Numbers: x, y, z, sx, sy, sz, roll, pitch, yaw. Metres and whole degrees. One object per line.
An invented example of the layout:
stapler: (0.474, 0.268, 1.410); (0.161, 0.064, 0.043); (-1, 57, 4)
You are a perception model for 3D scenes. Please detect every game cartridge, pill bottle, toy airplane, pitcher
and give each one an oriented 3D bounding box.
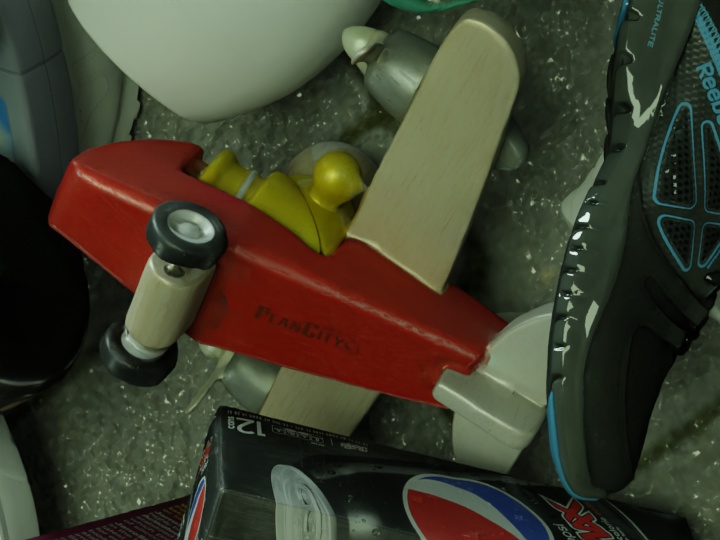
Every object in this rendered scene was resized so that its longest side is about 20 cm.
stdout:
game cartridge: (-0.185, -0.053, 0.902); (0.132, 0.040, 0.202); (15, 123, 21)
pill bottle: (-0.218, 0.034, 0.864); (0.199, 0.112, 0.113); (-27, 81, 32)
toy airplane: (0.000, 0.000, 0.821); (0.198, 0.142, 0.200); (-19, 124, 15)
pitcher: (-0.036, -0.175, 0.841); (0.200, 0.121, 0.172); (-46, 49, 12)

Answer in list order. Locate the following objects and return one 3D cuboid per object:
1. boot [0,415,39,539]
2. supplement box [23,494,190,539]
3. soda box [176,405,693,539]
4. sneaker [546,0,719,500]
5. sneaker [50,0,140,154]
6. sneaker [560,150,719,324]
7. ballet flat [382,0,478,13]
boot: (-0.196, 0.143, 0.914); (0.073, 0.095, 0.202); (-21, 82, 56)
supplement box: (-0.093, 0.179, 0.821); (0.103, 0.200, 0.132); (27, 103, 20)
soda box: (0.031, 0.116, 0.779); (0.198, 0.063, 0.071); (14, 114, -12)
sneaker: (0.115, -0.013, 0.725); (0.081, 0.073, 0.202); (13, 90, 5)
sneaker: (-0.143, -0.124, 0.899); (0.076, 0.080, 0.202); (5, 98, 20)
sneaker: (0.171, 0.002, 0.768); (0.200, 0.070, 0.081); (37, 103, 19)
ballet flat: (0.086, -0.138, 0.758); (0.198, 0.071, 0.068); (-17, 121, -8)
